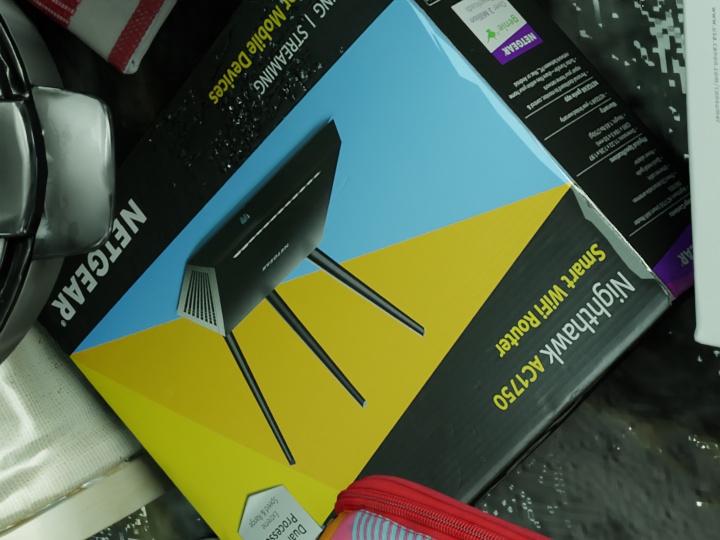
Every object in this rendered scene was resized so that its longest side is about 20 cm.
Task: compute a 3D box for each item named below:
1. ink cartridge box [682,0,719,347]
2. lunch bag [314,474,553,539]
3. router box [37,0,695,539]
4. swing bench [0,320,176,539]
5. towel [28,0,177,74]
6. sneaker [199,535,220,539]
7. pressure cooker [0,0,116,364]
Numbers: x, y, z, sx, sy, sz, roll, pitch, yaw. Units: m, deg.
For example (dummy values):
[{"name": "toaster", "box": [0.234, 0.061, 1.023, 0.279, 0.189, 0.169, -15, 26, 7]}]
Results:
[{"name": "ink cartridge box", "box": [0.167, -0.073, 0.630, 0.175, 0.084, 0.201, 12, 118, 34]}, {"name": "lunch bag", "box": [0.070, 0.151, 0.751, 0.176, 0.082, 0.200, 16, 151, 55]}, {"name": "router box", "box": [0.000, 0.000, 0.822, 0.149, 0.051, 0.200, 48, 132, 8]}, {"name": "swing bench", "box": [-0.192, 0.028, 0.942, 0.200, 0.129, 0.200, -27, 91, 44]}, {"name": "towel", "box": [-0.110, -0.165, 0.769, 0.200, 0.023, 0.144, 43, 130, 8]}, {"name": "sneaker", "box": [-0.107, 0.163, 0.964, 0.076, 0.087, 0.200, 51, 133, 8]}, {"name": "pressure cooker", "box": [-0.172, -0.027, 0.764, 0.176, 0.200, 0.179, -44, 93, 0]}]
